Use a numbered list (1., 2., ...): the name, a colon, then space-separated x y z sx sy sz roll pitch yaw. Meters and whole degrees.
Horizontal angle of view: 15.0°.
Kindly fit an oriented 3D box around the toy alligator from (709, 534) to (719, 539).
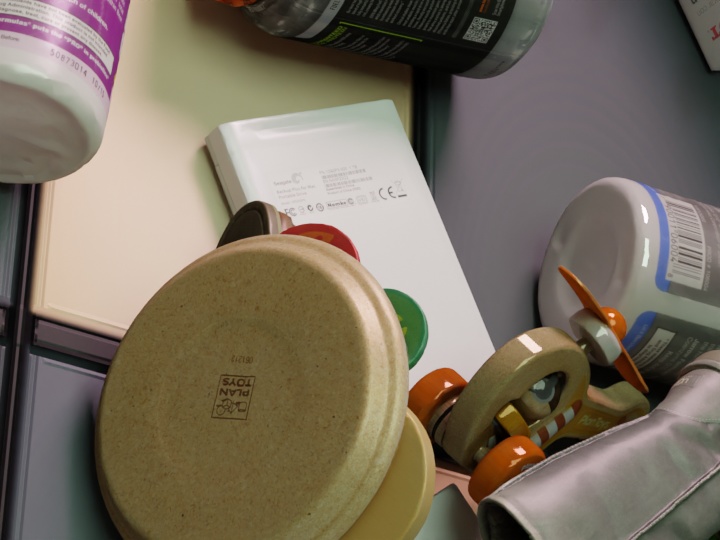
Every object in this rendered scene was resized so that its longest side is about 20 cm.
1. toy alligator: 0.177 0.244 1.579 0.059 0.054 0.200 27 61 -43

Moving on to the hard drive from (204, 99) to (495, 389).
1. hard drive: 0.000 0.000 1.602 0.132 0.026 0.200 -11 73 -37

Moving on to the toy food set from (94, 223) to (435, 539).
1. toy food set: -0.053 0.071 1.433 0.049 0.200 0.198 31 50 -53

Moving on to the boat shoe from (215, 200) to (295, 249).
1. boat shoe: -0.046 0.062 1.516 0.068 0.072 0.200 15 68 -33

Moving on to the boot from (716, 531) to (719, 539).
1. boot: 0.280 0.226 1.638 0.188 0.068 0.200 16 49 -42

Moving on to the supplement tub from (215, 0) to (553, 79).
1. supplement tub: 0.008 -0.190 1.644 0.200 0.123 0.123 10 61 -31

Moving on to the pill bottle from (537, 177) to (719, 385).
1. pill bottle: 0.220 0.021 1.683 0.200 0.114 0.114 16 58 -27

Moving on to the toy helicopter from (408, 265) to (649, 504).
1. toy helicopter: 0.118 0.070 1.576 0.079 0.132 0.200 42 13 28

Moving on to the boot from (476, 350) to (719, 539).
1. boot: 0.176 0.155 1.524 0.200 0.073 0.182 -36 89 -43

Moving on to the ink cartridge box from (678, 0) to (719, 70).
1. ink cartridge box: 0.266 -0.254 1.837 0.083 0.145 0.200 -13 74 -39

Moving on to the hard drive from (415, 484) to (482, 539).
1. hard drive: 0.060 0.233 1.510 0.132 0.026 0.200 -30 85 -40

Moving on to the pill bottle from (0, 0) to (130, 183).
1. pill bottle: -0.180 -0.157 1.506 0.112 0.112 0.200 23 56 -23
